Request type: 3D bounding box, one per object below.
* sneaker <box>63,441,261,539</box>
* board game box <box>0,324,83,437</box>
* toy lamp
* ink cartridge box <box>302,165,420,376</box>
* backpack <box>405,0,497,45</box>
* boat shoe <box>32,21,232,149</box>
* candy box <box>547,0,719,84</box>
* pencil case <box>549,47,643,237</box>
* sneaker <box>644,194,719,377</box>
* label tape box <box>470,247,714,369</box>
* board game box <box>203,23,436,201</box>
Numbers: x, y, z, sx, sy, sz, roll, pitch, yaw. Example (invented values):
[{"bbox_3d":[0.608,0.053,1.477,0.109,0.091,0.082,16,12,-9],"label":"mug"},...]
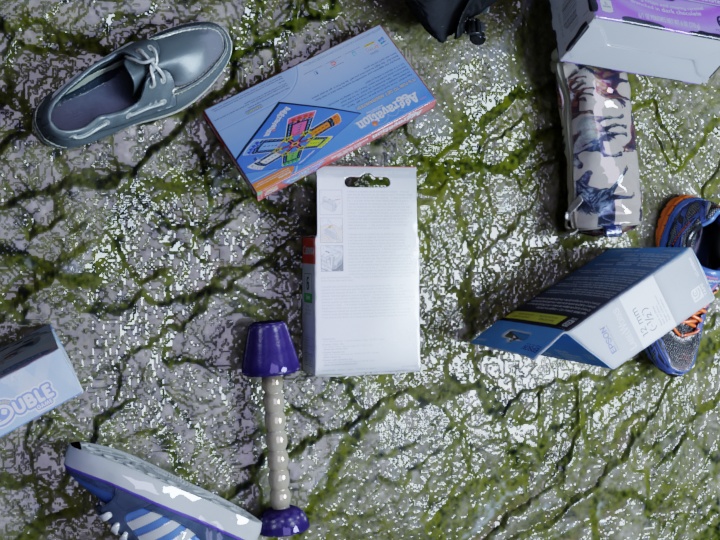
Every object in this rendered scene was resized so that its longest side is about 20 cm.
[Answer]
[{"bbox_3d":[-0.200,0.257,0.927,0.199,0.081,0.147,28,84,-17],"label":"sneaker"},{"bbox_3d":[-0.326,0.115,0.818,0.199,0.199,0.044,-29,100,-15],"label":"board game box"},{"bbox_3d":[-0.081,0.148,0.977,0.058,0.058,0.201,-7,93,-18],"label":"toy lamp"},{"bbox_3d":[0.000,0.000,1.005,0.108,0.050,0.201,-1,91,-18],"label":"ink cartridge box"},{"bbox_3d":[0.112,-0.337,0.976,0.200,0.127,0.167,-38,132,5],"label":"backpack"},{"bbox_3d":[-0.199,-0.169,0.925,0.199,0.062,0.073,-30,100,-16],"label":"boat shoe"},{"bbox_3d":[0.272,-0.298,1.034,0.167,0.072,0.201,4,62,-18],"label":"candy box"},{"bbox_3d":[0.243,-0.134,1.068,0.089,0.078,0.201,-10,95,-33],"label":"pencil case"},{"bbox_3d":[0.352,0.015,1.109,0.075,0.078,0.201,8,89,-18],"label":"sneaker"},{"bbox_3d":[0.229,0.050,1.034,0.200,0.143,0.066,-33,101,-15],"label":"label tape box"},{"bbox_3d":[-0.038,-0.154,0.980,0.199,0.019,0.103,-29,71,-16],"label":"board game box"}]
